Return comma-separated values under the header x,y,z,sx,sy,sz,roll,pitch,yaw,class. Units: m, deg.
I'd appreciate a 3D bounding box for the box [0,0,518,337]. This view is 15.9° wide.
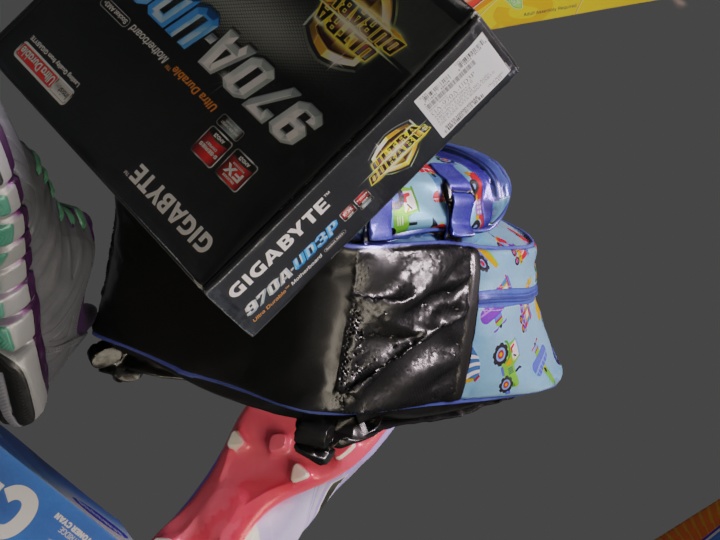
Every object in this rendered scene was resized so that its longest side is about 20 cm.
x,y,z,sx,sy,sz,roll,pitch,yaw,class
-0.051,-0.090,1.104,0.159,0.200,0.046,-44,140,0,box

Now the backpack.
x,y,z,sx,sy,sz,roll,pitch,yaw,class
0.000,0.000,1.202,0.200,0.182,0.135,-3,105,-45,backpack

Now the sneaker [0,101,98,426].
x,y,z,sx,sy,sz,roll,pitch,yaw,class
-0.160,-0.026,1.154,0.088,0.074,0.200,-52,153,-38,sneaker

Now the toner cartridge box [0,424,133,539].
x,y,z,sx,sy,sz,roll,pitch,yaw,class
-0.200,0.114,1.232,0.095,0.043,0.200,-45,128,1,toner cartridge box

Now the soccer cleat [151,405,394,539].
x,y,z,sx,sy,sz,roll,pitch,yaw,class
-0.045,0.115,1.317,0.200,0.067,0.076,-50,159,-4,soccer cleat

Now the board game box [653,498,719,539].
x,y,z,sx,sy,sz,roll,pitch,yaw,class
0.232,0.278,1.464,0.200,0.200,0.200,-31,127,-11,board game box

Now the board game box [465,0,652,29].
x,y,z,sx,sy,sz,roll,pitch,yaw,class
0.080,-0.186,1.229,0.199,0.034,0.135,-13,121,-23,board game box
